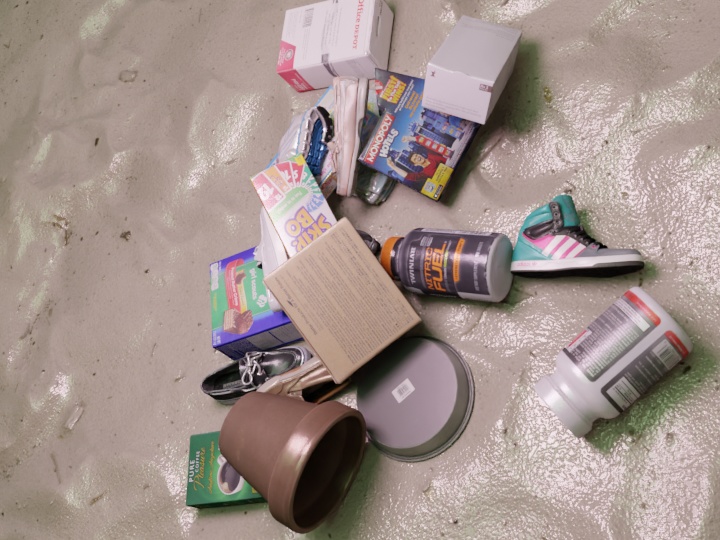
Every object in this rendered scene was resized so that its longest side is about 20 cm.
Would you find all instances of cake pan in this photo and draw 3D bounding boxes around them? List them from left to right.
[{"bbox_3d":[0.076,0.192,1.425,0.199,0.037,0.201,-12,64,25],"label":"cake pan"}]

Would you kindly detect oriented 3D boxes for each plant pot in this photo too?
[{"bbox_3d":[-0.113,0.267,1.388,0.174,0.200,0.201,23,82,27],"label":"plant pot"}]

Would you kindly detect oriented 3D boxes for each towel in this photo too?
[{"bbox_3d":[0.010,-0.227,1.636,0.171,0.048,0.201,22,81,34],"label":"towel"}]

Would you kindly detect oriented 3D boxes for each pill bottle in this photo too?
[{"bbox_3d":[0.131,-0.012,1.439,0.199,0.106,0.107,5,72,32],"label":"pill bottle"},{"bbox_3d":[0.340,0.128,1.255,0.200,0.116,0.116,-43,55,7],"label":"pill bottle"}]

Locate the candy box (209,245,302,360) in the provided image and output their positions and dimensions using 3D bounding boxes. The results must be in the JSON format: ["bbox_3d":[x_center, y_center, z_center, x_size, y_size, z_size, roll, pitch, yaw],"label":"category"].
[{"bbox_3d":[-0.160,0.044,1.597,0.199,0.077,0.170,-19,59,20],"label":"candy box"}]

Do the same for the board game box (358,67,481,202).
[{"bbox_3d":[0.087,-0.243,1.540,0.199,0.062,0.201,28,85,8],"label":"board game box"}]

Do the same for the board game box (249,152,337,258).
[{"bbox_3d":[-0.095,-0.084,1.496,0.095,0.030,0.201,-27,80,-5],"label":"board game box"}]

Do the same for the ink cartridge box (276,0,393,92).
[{"bbox_3d":[-0.046,-0.430,1.732,0.199,0.085,0.147,-5,67,30],"label":"ink cartridge box"}]

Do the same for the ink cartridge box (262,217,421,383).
[{"bbox_3d":[-0.027,0.046,1.424,0.164,0.075,0.200,-36,89,1],"label":"ink cartridge box"}]

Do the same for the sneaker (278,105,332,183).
[{"bbox_3d":[-0.113,-0.185,1.588,0.086,0.075,0.201,1,66,45],"label":"sneaker"}]

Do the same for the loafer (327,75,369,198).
[{"bbox_3d":[-0.027,-0.225,1.541,0.062,0.072,0.201,9,98,4],"label":"loafer"}]

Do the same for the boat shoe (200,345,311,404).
[{"bbox_3d":[-0.180,0.171,1.559,0.198,0.068,0.074,-17,62,22],"label":"boat shoe"}]

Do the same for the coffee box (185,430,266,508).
[{"bbox_3d":[-0.195,0.322,1.518,0.199,0.044,0.124,-14,64,23],"label":"coffee box"}]

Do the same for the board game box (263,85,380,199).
[{"bbox_3d":[-0.067,-0.216,1.629,0.200,0.034,0.134,-51,53,2],"label":"board game box"}]

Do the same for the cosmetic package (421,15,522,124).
[{"bbox_3d":[0.182,-0.328,1.486,0.112,0.081,0.200,20,43,13],"label":"cosmetic package"}]

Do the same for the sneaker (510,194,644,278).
[{"bbox_3d":[0.322,-0.053,1.368,0.199,0.084,0.122,-1,78,30],"label":"sneaker"}]

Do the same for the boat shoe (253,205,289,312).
[{"bbox_3d":[-0.144,-0.022,1.536,0.068,0.072,0.201,-26,66,15],"label":"boat shoe"}]

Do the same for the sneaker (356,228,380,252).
[{"bbox_3d":[0.000,0.000,1.532,0.115,0.075,0.201,-28,79,-25],"label":"sneaker"}]

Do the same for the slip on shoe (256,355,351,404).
[{"bbox_3d":[-0.099,0.203,1.498,0.199,0.076,0.061,-31,46,6],"label":"slip on shoe"}]
